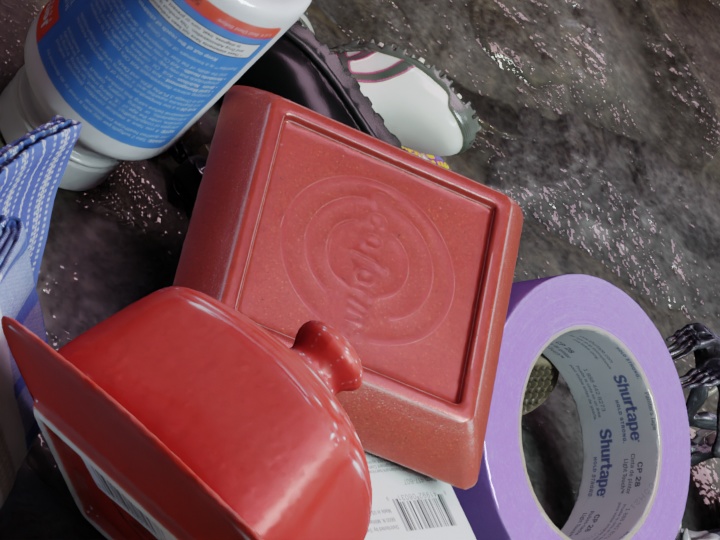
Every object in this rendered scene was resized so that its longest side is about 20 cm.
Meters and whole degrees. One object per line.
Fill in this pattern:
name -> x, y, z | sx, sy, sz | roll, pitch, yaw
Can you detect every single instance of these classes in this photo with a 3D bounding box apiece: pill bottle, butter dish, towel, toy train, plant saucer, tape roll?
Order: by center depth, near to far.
towel -> -0.196, 0.087, 1.178 | 0.024, 0.147, 0.200 | 9, 45, 15
butter dish -> -0.060, 0.085, 1.216 | 0.200, 0.200, 0.148 | 39, 72, 24
towel -> -0.203, 0.011, 1.227 | 0.024, 0.145, 0.200 | 23, 26, 12
plant saucer -> 0.000, 0.000, 1.373 | 0.199, 0.037, 0.200 | 23, 55, -15
pill bottle -> -0.125, -0.134, 1.400 | 0.112, 0.200, 0.113 | 28, 40, -27
tape roll -> 0.118, 0.105, 1.488 | 0.200, 0.065, 0.201 | 11, 75, -44
toy train -> -0.090, -0.052, 1.504 | 0.200, 0.034, 0.046 | 55, 33, 7

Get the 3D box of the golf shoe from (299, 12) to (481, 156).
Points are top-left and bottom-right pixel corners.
golf shoe -> -0.022, -0.112, 1.582 | 0.199, 0.077, 0.088 | 25, 59, 5

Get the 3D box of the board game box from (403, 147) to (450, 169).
board game box -> 0.028, -0.047, 1.616 | 0.199, 0.039, 0.159 | 12, 50, -41

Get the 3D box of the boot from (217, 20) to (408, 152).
boot -> -0.056, -0.053, 1.446 | 0.211, 0.079, 0.158 | 48, 52, 3

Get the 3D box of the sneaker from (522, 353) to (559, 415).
sneaker -> 0.035, 0.056, 1.526 | 0.199, 0.071, 0.076 | 7, 31, -44

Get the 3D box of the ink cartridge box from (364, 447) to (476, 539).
ink cartridge box -> 0.001, 0.188, 1.337 | 0.146, 0.084, 0.201 | 0, 58, -46

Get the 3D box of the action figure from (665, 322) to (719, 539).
action figure -> 0.237, 0.139, 1.618 | 0.119, 0.102, 0.201 | -119, -166, -63
